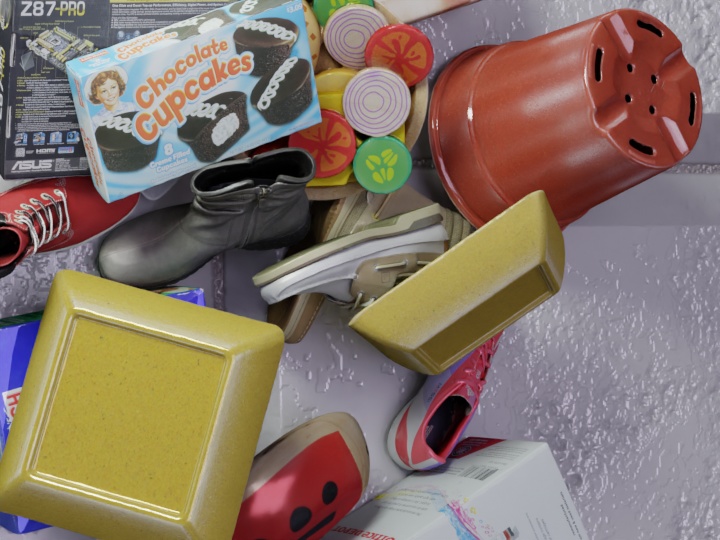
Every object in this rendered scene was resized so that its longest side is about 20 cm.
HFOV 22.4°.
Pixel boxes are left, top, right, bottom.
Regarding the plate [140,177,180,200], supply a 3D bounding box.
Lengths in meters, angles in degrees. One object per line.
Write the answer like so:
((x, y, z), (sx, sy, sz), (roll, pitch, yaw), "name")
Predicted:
((-0.184, -0.197, 1.591), (0.200, 0.032, 0.200), (-48, 110, -22), "plate")

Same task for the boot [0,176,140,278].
((-0.255, -0.039, 1.474), (0.198, 0.144, 0.073), (-20, 104, -23), "boot")

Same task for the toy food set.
((-0.033, -0.155, 1.581), (0.195, 0.049, 0.202), (-3, 110, -1), "toy food set")

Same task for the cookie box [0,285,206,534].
((-0.222, 0.113, 1.535), (0.198, 0.075, 0.173), (-11, 95, -29), "cookie box")

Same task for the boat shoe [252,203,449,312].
((0.000, 0.000, 1.580), (0.199, 0.074, 0.069), (-20, 94, -31), "boat shoe")

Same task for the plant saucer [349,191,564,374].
((0.101, 0.025, 1.607), (0.199, 0.200, 0.049), (-35, 74, 3), "plant saucer")

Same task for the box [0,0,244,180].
((-0.199, -0.159, 1.486), (0.198, 0.049, 0.163), (-5, 119, -26), "box")

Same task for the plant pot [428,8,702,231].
((0.199, -0.142, 1.686), (0.199, 0.194, 0.203), (11, 71, -34), "plant pot")

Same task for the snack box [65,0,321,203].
((-0.133, -0.144, 1.478), (0.198, 0.037, 0.117), (-23, 125, -19), "snack box")

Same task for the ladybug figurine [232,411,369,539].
((-0.064, 0.203, 1.586), (0.199, 0.136, 0.072), (-35, 66, -28), "ladybug figurine")

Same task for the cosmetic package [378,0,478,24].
((0.030, -0.267, 1.673), (0.198, 0.103, 0.088), (-21, 98, -26), "cosmetic package")

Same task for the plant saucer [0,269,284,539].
((-0.180, 0.115, 1.433), (0.198, 0.048, 0.202), (14, 83, 6), "plant saucer")

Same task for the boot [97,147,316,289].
((-0.134, -0.053, 1.533), (0.198, 0.131, 0.068), (-16, 70, -6), "boot")

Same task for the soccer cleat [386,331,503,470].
((0.096, 0.099, 1.712), (0.068, 0.073, 0.201), (37, 72, -23), "soccer cleat")

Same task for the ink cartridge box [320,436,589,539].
((0.088, 0.264, 1.662), (0.199, 0.145, 0.146), (-29, 102, -25), "ink cartridge box")

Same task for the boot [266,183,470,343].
((0.011, 0.003, 1.672), (0.155, 0.073, 0.202), (33, 69, -25), "boot")
